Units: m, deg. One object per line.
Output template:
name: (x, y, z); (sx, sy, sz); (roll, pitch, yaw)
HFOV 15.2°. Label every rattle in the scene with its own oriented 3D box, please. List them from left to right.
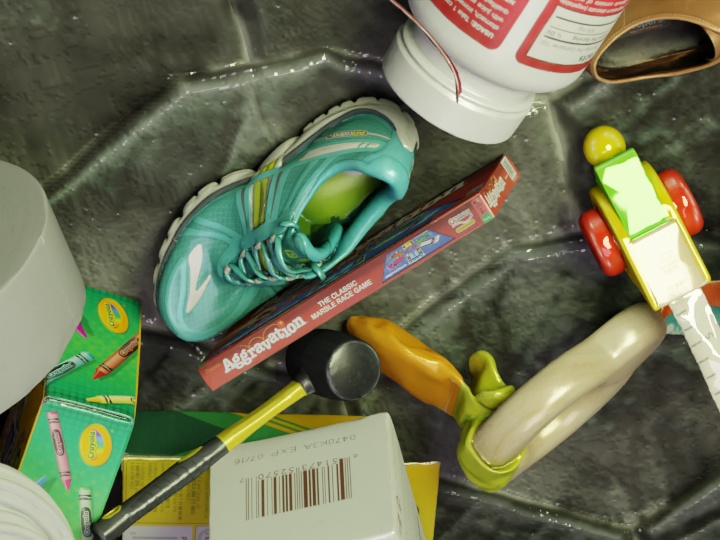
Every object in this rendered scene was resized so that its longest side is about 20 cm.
rattle: (0.118, 0.031, 1.644); (0.200, 0.143, 0.130); (-43, 150, 8)

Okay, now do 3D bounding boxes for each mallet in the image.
mallet: (-0.081, 0.098, 1.615); (0.200, 0.066, 0.041); (-33, 108, -11)

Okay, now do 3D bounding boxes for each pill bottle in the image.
pill bottle: (0.095, -0.170, 1.451); (0.112, 0.112, 0.200); (22, 121, -17)

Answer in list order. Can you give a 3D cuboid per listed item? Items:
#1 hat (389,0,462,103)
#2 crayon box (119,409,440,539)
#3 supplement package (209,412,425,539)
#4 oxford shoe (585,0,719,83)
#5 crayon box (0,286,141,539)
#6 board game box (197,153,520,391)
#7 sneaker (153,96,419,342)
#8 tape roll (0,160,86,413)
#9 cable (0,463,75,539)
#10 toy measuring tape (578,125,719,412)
hat: (-0.046, -0.206, 1.378); (0.199, 0.176, 0.166); (2, 125, -4)
crayon box: (-0.053, 0.154, 1.708); (0.199, 0.051, 0.127); (3, 125, -4)
supplement package: (-0.013, 0.206, 1.644); (0.116, 0.117, 0.201); (-12, 125, 5)
oxford shoe: (0.216, -0.146, 1.500); (0.199, 0.071, 0.071); (-20, 122, 9)
crayon box: (-0.188, 0.122, 1.639); (0.058, 0.119, 0.200); (15, 123, -13)
board game box: (0.000, 0.000, 1.573); (0.200, 0.103, 0.019); (-32, 96, 18)
sneaker: (-0.047, -0.023, 1.567); (0.077, 0.080, 0.200); (38, 116, -25)
tape roll: (-0.258, 0.020, 1.514); (0.200, 0.201, 0.066); (-15, 124, 8)
cable: (-0.240, 0.201, 1.515); (0.069, 0.200, 0.201); (14, 119, 43)
toy measuring tape: (0.182, 0.006, 1.579); (0.073, 0.074, 0.201); (-27, 91, 16)
